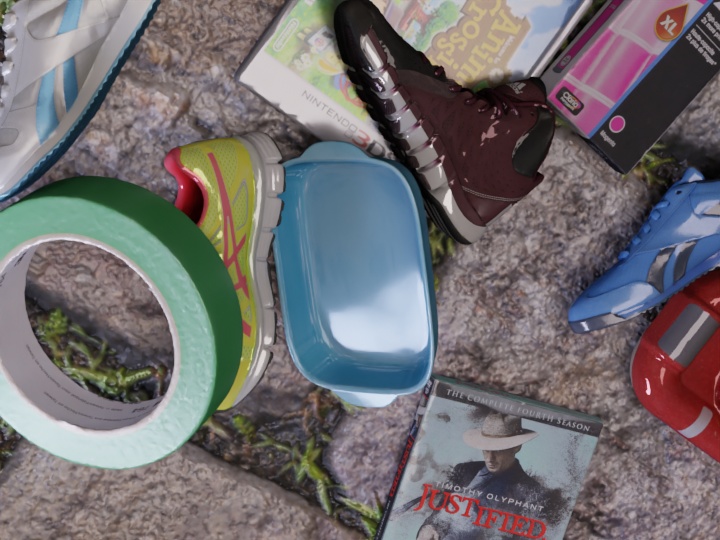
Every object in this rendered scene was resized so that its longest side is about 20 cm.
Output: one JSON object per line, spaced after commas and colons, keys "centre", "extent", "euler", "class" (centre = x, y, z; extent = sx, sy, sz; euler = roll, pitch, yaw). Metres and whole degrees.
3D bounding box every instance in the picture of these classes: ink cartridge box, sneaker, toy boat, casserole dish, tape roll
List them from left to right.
{"centre": [-0.211, -0.137, 1.055], "extent": [0.081, 0.077, 0.200], "euler": [32, 90, -7], "class": "sneaker"}
{"centre": [-0.180, 0.037, 1.062], "extent": [0.200, 0.048, 0.201], "euler": [7, 112, 17], "class": "tape roll"}
{"centre": [-0.111, 0.001, 1.089], "extent": [0.090, 0.078, 0.200], "euler": [1, 94, -35], "class": "sneaker"}
{"centre": [0.000, 0.000, 1.113], "extent": [0.121, 0.039, 0.200], "euler": [3, 110, 28], "class": "casserole dish"}
{"centre": [0.068, -0.125, 1.088], "extent": [0.115, 0.076, 0.200], "euler": [-33, 118, -6], "class": "sneaker"}
{"centre": [0.225, -0.175, 1.135], "extent": [0.095, 0.037, 0.200], "euler": [39, 92, -25], "class": "ink cartridge box"}
{"centre": [0.232, -0.026, 1.167], "extent": [0.200, 0.066, 0.078], "euler": [-32, 95, -2], "class": "sneaker"}
{"centre": [0.310, 0.096, 1.171], "extent": [0.200, 0.131, 0.131], "euler": [35, 96, -16], "class": "toy boat"}

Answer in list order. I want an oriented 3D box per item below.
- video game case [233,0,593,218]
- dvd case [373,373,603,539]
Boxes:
{"centre": [0.039, -0.167, 1.114], "extent": [0.182, 0.022, 0.200], "euler": [34, 95, -16], "class": "video game case"}
{"centre": [0.091, 0.191, 1.212], "extent": [0.146, 0.022, 0.200], "euler": [16, 99, -14], "class": "dvd case"}
